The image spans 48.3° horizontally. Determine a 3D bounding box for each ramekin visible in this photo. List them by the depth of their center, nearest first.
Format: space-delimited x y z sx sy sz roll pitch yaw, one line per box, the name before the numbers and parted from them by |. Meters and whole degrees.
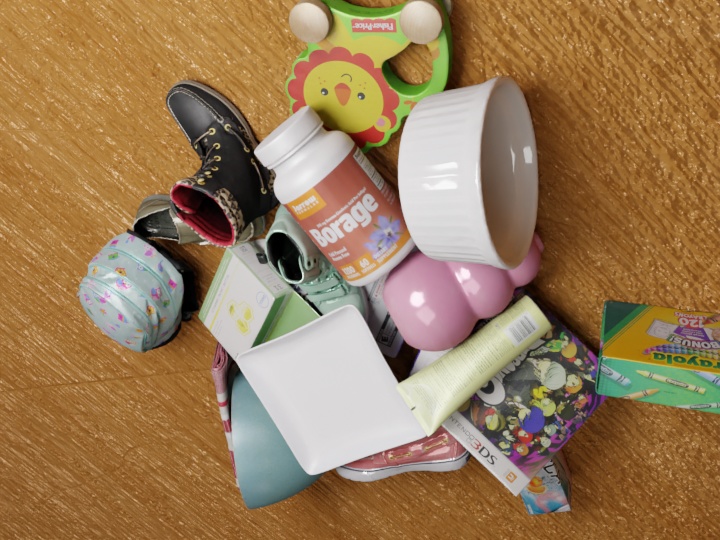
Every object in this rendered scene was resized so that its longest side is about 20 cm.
ramekin | 0.118 -0.101 0.865 0.097 0.201 0.202 -1 121 29

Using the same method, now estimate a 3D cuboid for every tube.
tube | 0.139 0.110 0.974 0.200 0.058 0.052 -39 108 2

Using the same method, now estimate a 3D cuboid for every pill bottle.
pill bottle | -0.029 -0.088 0.941 0.112 0.112 0.200 -30 109 33

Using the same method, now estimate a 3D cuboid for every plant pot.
plant pot | -0.105 0.240 1.179 0.134 0.201 0.201 -6 121 1

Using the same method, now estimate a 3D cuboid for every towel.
towel | -0.186 0.200 1.187 0.023 0.144 0.202 -8 112 0

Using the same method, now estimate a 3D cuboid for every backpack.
backpack | -0.314 0.034 1.122 0.166 0.127 0.200 30 153 -5

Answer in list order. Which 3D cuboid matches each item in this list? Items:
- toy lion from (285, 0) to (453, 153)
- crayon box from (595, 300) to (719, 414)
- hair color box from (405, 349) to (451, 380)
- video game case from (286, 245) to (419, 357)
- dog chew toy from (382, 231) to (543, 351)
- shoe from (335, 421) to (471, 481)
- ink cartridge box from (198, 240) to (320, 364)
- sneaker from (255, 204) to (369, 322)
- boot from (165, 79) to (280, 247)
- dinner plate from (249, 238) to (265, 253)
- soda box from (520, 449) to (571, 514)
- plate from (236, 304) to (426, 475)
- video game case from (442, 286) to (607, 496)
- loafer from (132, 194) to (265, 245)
toy lion | 0.007 -0.223 0.915 0.198 0.069 0.193 5 129 17
crayon box | 0.382 0.102 0.939 0.198 0.119 0.059 7 124 16
hair color box | 0.116 0.167 1.115 0.109 0.065 0.201 24 124 4
video game case | 0.000 0.000 1.062 0.181 0.023 0.201 24 120 2
dog chew toy | 0.128 0.012 0.968 0.199 0.125 0.125 -29 110 4
shoe | 0.047 0.228 1.102 0.198 0.072 0.092 -10 115 21
ink cartridge box | -0.128 0.079 1.097 0.200 0.048 0.146 46 130 19
sneaker | -0.060 0.016 1.005 0.073 0.118 0.201 -22 110 22
boot | -0.186 -0.130 0.983 0.073 0.151 0.200 -29 108 32
dinner plate | -0.111 0.046 1.148 0.198 0.024 0.202 10 123 15
soda box | 0.236 0.242 1.110 0.063 0.069 0.201 -14 117 23
plate | -0.037 0.157 1.050 0.199 0.032 0.200 -25 102 26
video game case | 0.195 0.148 1.011 0.181 0.036 0.200 43 90 1
loafer | -0.223 -0.061 1.092 0.198 0.070 0.076 0 121 21
